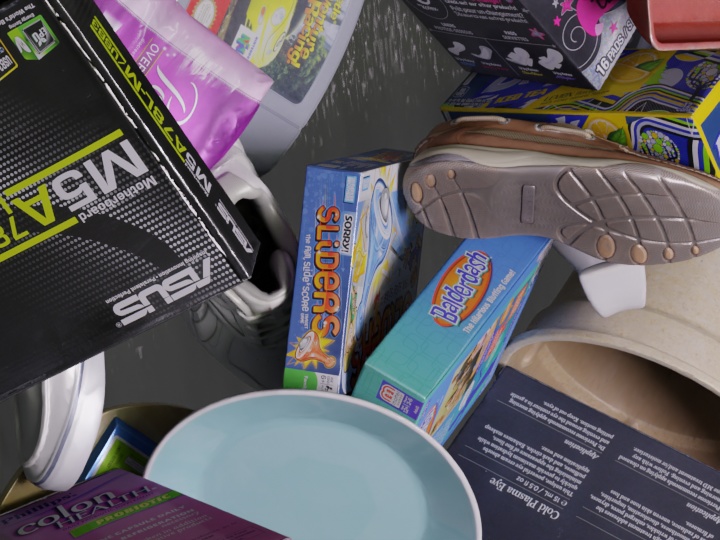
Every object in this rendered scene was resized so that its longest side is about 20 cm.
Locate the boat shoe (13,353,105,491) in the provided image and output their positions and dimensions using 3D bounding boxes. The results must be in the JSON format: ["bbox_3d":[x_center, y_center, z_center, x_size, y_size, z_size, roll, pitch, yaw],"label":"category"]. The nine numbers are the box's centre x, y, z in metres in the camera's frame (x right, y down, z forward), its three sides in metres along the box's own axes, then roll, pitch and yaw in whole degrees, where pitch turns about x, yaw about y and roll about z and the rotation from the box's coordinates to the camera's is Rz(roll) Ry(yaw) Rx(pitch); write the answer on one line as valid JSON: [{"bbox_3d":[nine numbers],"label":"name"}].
[{"bbox_3d":[-0.184,0.023,1.513,0.065,0.073,0.201,5,84,-33],"label":"boat shoe"}]

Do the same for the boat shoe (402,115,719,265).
[{"bbox_3d":[0.127,-0.057,1.604,0.072,0.199,0.076,-77,176,-49],"label":"boat shoe"}]

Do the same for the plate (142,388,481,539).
[{"bbox_3d":[-0.028,0.138,1.554,0.201,0.199,0.026,59,25,-31],"label":"plate"}]

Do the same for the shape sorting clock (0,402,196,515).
[{"bbox_3d":[-0.136,0.176,1.596,0.199,0.039,0.201,-6,100,-33],"label":"shape sorting clock"}]

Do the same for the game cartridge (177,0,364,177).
[{"bbox_3d":[-0.061,-0.162,1.593,0.133,0.041,0.201,29,80,-44],"label":"game cartridge"}]

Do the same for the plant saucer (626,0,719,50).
[{"bbox_3d":[0.217,-0.233,1.624,0.199,0.037,0.201,-7,93,-45],"label":"plant saucer"}]

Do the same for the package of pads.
[{"bbox_3d":[-0.160,-0.114,1.457,0.200,0.076,0.121,39,76,-14],"label":"package of pads"}]

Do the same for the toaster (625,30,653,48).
[{"bbox_3d":[0.268,-0.198,1.812,0.129,0.113,0.201,26,80,-44],"label":"toaster"}]

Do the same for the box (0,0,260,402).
[{"bbox_3d":[-0.186,-0.037,1.408,0.194,0.199,0.048,57,21,-21],"label":"box"}]

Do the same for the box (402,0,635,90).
[{"bbox_3d":[0.125,-0.229,1.669,0.115,0.132,0.200,43,71,-36],"label":"box"}]

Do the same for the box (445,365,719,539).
[{"bbox_3d":[0.130,0.192,1.707,0.182,0.200,0.104,-52,148,-19],"label":"box"}]

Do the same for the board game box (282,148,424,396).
[{"bbox_3d":[0.000,0.000,1.605,0.200,0.034,0.136,-24,122,-76],"label":"board game box"}]

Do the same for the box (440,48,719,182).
[{"bbox_3d":[0.151,-0.094,1.672,0.070,0.199,0.064,-50,126,-33],"label":"box"}]

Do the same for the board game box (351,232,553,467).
[{"bbox_3d":[0.043,0.062,1.629,0.200,0.045,0.152,-50,166,-47],"label":"board game box"}]

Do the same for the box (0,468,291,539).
[{"bbox_3d":[-0.108,0.222,1.477,0.096,0.200,0.177,-21,108,-30],"label":"box"}]

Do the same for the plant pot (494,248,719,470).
[{"bbox_3d":[0.215,0.025,1.779,0.200,0.200,0.184,46,58,-36],"label":"plant pot"}]

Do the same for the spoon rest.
[{"bbox_3d":[0.151,-0.032,1.705,0.099,0.200,0.061,-14,122,7],"label":"spoon rest"}]

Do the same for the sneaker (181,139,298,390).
[{"bbox_3d":[-0.064,0.010,1.569,0.078,0.099,0.200,-32,128,-8],"label":"sneaker"}]
